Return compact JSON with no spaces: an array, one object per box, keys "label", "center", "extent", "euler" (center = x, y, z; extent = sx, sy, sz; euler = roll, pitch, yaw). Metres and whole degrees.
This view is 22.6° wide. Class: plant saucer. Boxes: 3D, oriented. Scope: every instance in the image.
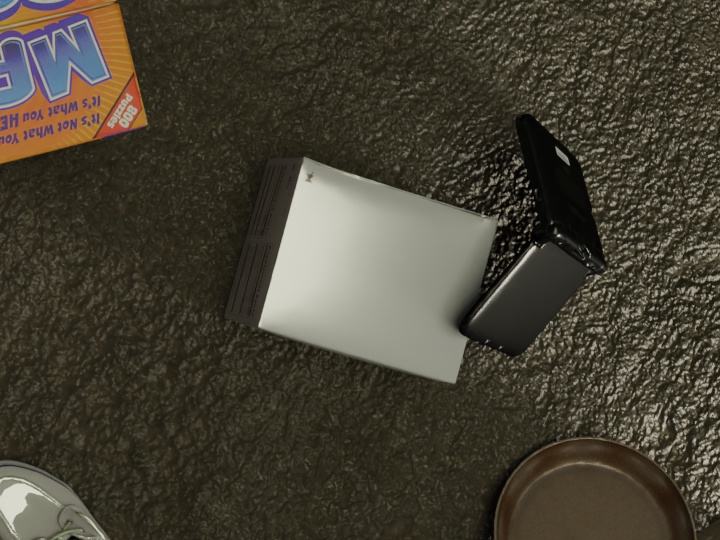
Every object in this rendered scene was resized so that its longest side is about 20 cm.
[{"label":"plant saucer","center":[0.224,0.260,1.741],"extent":[0.198,0.032,0.202],"euler":[3,66,-6]}]

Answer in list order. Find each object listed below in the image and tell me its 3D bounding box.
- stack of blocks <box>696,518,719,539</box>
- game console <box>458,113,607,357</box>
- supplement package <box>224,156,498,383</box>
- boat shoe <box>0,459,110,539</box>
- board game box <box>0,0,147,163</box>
[{"label":"stack of blocks","center":[0.307,0.325,1.797],"extent":[0.199,0.058,0.116],"euler":[-28,101,-17]},{"label":"game console","center":[0.150,-0.029,1.676],"extent":[0.115,0.200,0.178],"euler":[-17,76,16]},{"label":"supplement package","center":[0.000,0.000,1.642],"extent":[0.198,0.111,0.157],"euler":[17,86,-20]},{"label":"boat shoe","center":[-0.253,0.239,1.580],"extent":[0.200,0.067,0.074],"euler":[42,78,-17]},{"label":"board game box","center":[-0.311,-0.189,1.470],"extent":[0.198,0.200,0.202],"euler":[-16,97,-19]}]
